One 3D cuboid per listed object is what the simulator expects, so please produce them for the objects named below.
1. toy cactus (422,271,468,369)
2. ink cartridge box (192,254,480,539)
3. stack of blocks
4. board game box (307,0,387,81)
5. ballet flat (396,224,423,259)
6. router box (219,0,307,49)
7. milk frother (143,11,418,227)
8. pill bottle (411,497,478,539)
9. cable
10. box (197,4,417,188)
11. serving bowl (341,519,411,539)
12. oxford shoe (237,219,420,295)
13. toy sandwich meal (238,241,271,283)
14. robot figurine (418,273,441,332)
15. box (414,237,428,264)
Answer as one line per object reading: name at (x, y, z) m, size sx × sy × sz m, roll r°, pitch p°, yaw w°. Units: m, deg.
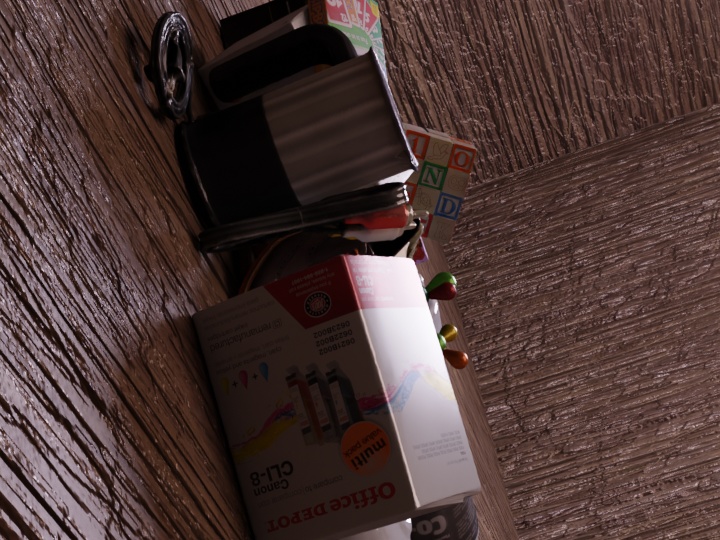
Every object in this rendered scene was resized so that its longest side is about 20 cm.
toy cactus at (0.027, 0.070, 1.641) m, size 0.102 × 0.200 × 0.165 m, roll 45°, pitch -7°, yaw 37°
ink cartridge box at (-0.016, 0.107, 1.258) m, size 0.144 × 0.144 × 0.202 m, roll 3°, pitch 68°, yaw -66°
stack of blocks at (0.022, -0.116, 1.845) m, size 0.059 × 0.198 × 0.116 m, roll -109°, pitch -146°, yaw -76°
board game box at (-0.009, -0.194, 1.561) m, size 0.095 × 0.030 × 0.202 m, roll 26°, pitch 52°, yaw -48°
ballet flat at (0.025, -0.017, 1.558) m, size 0.068 × 0.075 × 0.201 m, roll 35°, pitch 42°, yaw -12°
router box at (-0.065, -0.214, 1.783) m, size 0.051 × 0.148 × 0.202 m, roll 57°, pitch 17°, yaw -62°
milk frother at (-0.071, -0.147, 1.387) m, size 0.200 × 0.187 × 0.182 m, roll 54°, pitch 15°, yaw -74°
pill bottle at (0.070, 0.261, 1.758) m, size 0.114 × 0.112 × 0.201 m, roll -99°, pitch 175°, yaw -53°
cable at (-0.034, -0.035, 1.358) m, size 0.097 × 0.198 × 0.051 m, roll -15°, pitch -89°, yaw 63°
box at (-0.051, -0.153, 1.614) m, size 0.201 × 0.124 × 0.098 m, roll 61°, pitch 31°, yaw -13°
serving bowl at (0.007, 0.226, 1.580) m, size 0.200 × 0.065 × 0.202 m, roll -19°, pitch 90°, yaw -83°
oxford shoe at (-0.028, -0.009, 1.439) m, size 0.072 × 0.200 × 0.072 m, roll 1°, pitch -58°, yaw 50°
toy sandwich meal at (-0.059, 0.030, 1.532) m, size 0.205 × 0.070 × 0.207 m, roll -18°, pitch 90°, yaw -83°
robot figurine at (0.040, 0.095, 1.900) m, size 0.112 × 0.169 × 0.202 m, roll 21°, pitch -51°, yaw 39°
box at (-0.014, -0.085, 1.903) m, size 0.039 × 0.136 × 0.202 m, roll -98°, pitch 168°, yaw -75°
